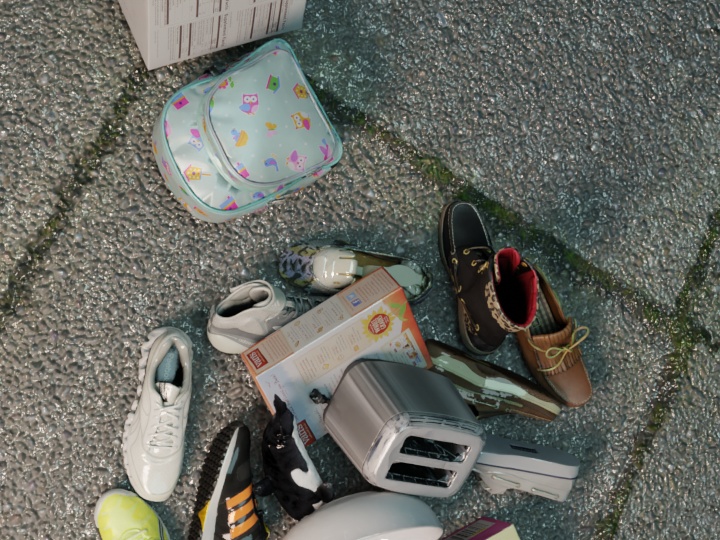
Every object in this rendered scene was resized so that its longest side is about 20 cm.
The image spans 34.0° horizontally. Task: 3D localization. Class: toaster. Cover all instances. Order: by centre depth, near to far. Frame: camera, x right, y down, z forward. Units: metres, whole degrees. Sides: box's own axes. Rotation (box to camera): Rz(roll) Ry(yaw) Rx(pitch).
[{"bbox_3d":[0.049,0.181,1.353,0.199,0.129,0.114,17,109,-35],"label":"toaster"}]

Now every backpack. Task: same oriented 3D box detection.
[{"bbox_3d":[-0.137,-0.155,1.367,0.199,0.153,0.177,-29,99,-11],"label":"backpack"}]

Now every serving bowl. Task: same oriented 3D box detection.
[{"bbox_3d":[-0.008,0.302,1.359,0.198,0.201,0.066,-11,65,-18],"label":"serving bowl"}]

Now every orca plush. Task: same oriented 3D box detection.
[{"bbox_3d":[-0.087,0.236,1.344,0.071,0.201,0.105,-38,64,-24],"label":"orca plush"}]

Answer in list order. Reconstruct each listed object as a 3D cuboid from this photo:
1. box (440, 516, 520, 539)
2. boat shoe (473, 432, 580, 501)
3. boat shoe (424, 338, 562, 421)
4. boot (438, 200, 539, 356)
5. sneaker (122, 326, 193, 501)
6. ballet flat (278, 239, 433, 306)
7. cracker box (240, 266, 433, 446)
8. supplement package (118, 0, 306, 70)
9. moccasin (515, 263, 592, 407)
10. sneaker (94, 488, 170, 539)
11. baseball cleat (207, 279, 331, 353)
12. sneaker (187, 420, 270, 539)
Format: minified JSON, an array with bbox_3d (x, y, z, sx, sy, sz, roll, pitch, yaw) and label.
[{"bbox_3d":[0.134,0.432,1.431,0.175,0.097,0.202,-24,91,-18],"label":"box"},{"bbox_3d":[0.175,0.247,1.479,0.198,0.072,0.066,11,105,-12],"label":"boat shoe"},{"bbox_3d":[0.155,0.156,1.484,0.201,0.075,0.075,24,97,-12],"label":"boat shoe"},{"bbox_3d":[0.157,-0.003,1.446,0.072,0.151,0.202,-4,79,-15],"label":"boot"},{"bbox_3d":[-0.229,0.164,1.351,0.074,0.081,0.202,6,85,-18],"label":"sneaker"},{"bbox_3d":[0.000,0.000,1.444,0.198,0.072,0.073,10,82,-16],"label":"ballet flat"},{"bbox_3d":[-0.025,0.105,1.386,0.199,0.058,0.135,-31,129,-10],"label":"cracker box"},{"bbox_3d":[-0.177,-0.358,1.356,0.198,0.151,0.153,-19,69,-18],"label":"supplement package"},{"bbox_3d":[0.245,0.081,1.507,0.073,0.078,0.203,-21,91,-18],"label":"moccasin"},{"bbox_3d":[-0.238,0.339,1.333,0.075,0.076,0.201,-28,92,-16],"label":"sneaker"},{"bbox_3d":[-0.081,0.054,1.392,0.198,0.107,0.070,-10,58,-19],"label":"baseball cleat"},{"bbox_3d":[-0.144,0.279,1.377,0.089,0.070,0.202,15,85,-21],"label":"sneaker"}]
